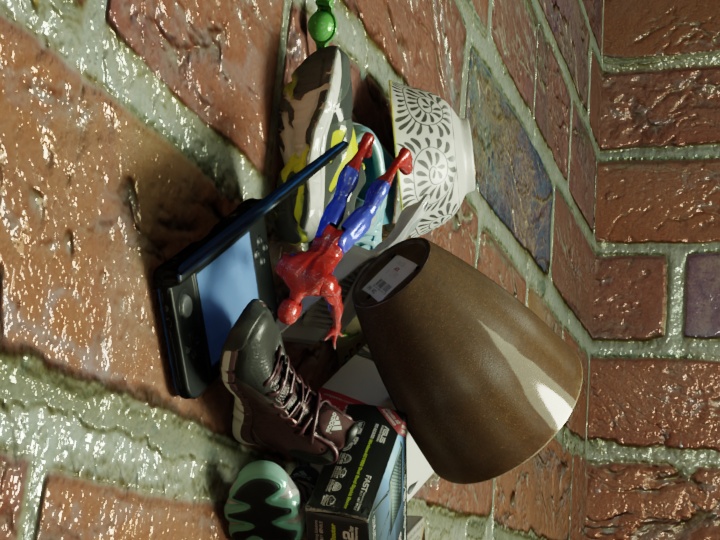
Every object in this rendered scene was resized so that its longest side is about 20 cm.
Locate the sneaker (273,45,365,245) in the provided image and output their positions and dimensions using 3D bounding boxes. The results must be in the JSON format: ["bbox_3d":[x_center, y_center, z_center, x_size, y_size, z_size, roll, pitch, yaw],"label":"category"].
[{"bbox_3d":[-0.035,-0.121,1.217,0.084,0.074,0.202,11,88,-43],"label":"sneaker"}]

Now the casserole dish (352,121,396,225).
[{"bbox_3d":[0.001,-0.103,1.399,0.200,0.038,0.122,33,60,-68],"label":"casserole dish"}]

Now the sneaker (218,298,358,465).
[{"bbox_3d":[-0.053,0.104,1.052,0.076,0.115,0.201,-60,164,-29],"label":"sneaker"}]

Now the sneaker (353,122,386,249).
[{"bbox_3d":[-0.007,-0.054,1.280,0.082,0.073,0.202,-151,-124,-77],"label":"sneaker"}]

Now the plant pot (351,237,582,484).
[{"bbox_3d":[0.085,0.071,1.186,0.200,0.186,0.188,49,38,-25],"label":"plant pot"}]

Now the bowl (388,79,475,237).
[{"bbox_3d":[0.090,-0.137,1.487,0.201,0.093,0.203,-6,90,-88],"label":"bowl"}]

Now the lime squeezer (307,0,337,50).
[{"bbox_3d":[-0.048,-0.261,1.259,0.071,0.037,0.201,-69,152,-45],"label":"lime squeezer"}]

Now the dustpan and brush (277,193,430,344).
[{"bbox_3d":[0.000,0.000,1.223,0.201,0.057,0.139,-60,160,6],"label":"dustpan and brush"}]

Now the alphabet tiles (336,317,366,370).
[{"bbox_3d":[0.047,0.088,1.397,0.165,0.006,0.201,-21,123,-24],"label":"alphabet tiles"}]

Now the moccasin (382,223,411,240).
[{"bbox_3d":[0.026,0.045,1.407,0.074,0.077,0.203,-126,-154,-49],"label":"moccasin"}]

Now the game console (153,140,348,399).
[{"bbox_3d":[-0.081,-0.004,1.046,0.200,0.117,0.172,-47,133,-62],"label":"game console"}]

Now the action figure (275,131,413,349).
[{"bbox_3d":[-0.021,-0.017,1.079,0.201,0.065,0.099,-58,163,-33],"label":"action figure"}]

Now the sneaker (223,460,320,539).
[{"bbox_3d":[-0.069,0.212,1.157,0.140,0.077,0.201,-72,163,-46],"label":"sneaker"}]

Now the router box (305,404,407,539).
[{"bbox_3d":[0.001,0.252,1.163,0.150,0.062,0.201,-64,157,-53],"label":"router box"}]

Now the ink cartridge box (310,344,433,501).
[{"bbox_3d":[0.034,0.161,1.323,0.200,0.082,0.148,-42,132,-36],"label":"ink cartridge box"}]

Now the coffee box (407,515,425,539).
[{"bbox_3d":[0.028,0.396,1.406,0.113,0.079,0.202,-19,108,-70],"label":"coffee box"}]
